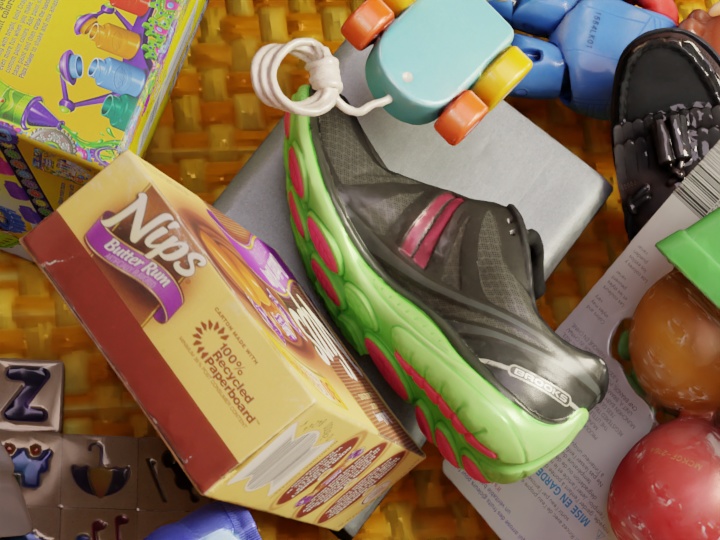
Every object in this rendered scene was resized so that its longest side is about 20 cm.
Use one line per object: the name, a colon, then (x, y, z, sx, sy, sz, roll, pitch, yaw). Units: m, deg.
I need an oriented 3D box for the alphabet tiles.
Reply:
alphabet tiles: (-0.161, 0.116, 0.932, 0.198, 0.008, 0.169, 4, 66, -11)

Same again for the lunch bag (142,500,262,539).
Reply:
lunch bag: (-0.087, 0.185, 0.812, 0.150, 0.094, 0.202, -29, 120, -22)

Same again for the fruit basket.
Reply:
fruit basket: (0.153, 0.069, 0.900, 0.201, 0.093, 0.185, -53, 56, 13)

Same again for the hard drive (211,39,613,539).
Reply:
hard drive: (0.000, 0.000, 0.982, 0.139, 0.033, 0.201, 37, 76, 4)

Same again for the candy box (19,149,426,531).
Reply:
candy box: (-0.045, 0.034, 0.842, 0.056, 0.200, 0.117, -39, 74, 5)

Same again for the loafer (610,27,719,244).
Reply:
loafer: (0.154, -0.009, 0.979, 0.071, 0.063, 0.202, -10, 95, 15)

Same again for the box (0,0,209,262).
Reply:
box: (-0.167, -0.135, 0.973, 0.191, 0.122, 0.201, 22, 65, -2)

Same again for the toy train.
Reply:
toy train: (0.005, -0.143, 0.946, 0.149, 0.056, 0.202, 8, 68, -15)

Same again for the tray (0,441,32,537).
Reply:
tray: (-0.207, 0.025, 0.903, 0.022, 0.107, 0.201, -40, 74, 13)

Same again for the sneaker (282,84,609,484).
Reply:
sneaker: (0.031, 0.000, 0.919, 0.083, 0.077, 0.201, -27, 65, -18)

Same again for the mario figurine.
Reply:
mario figurine: (0.128, -0.086, 1.058, 0.198, 0.106, 0.125, 14, 101, 5)
